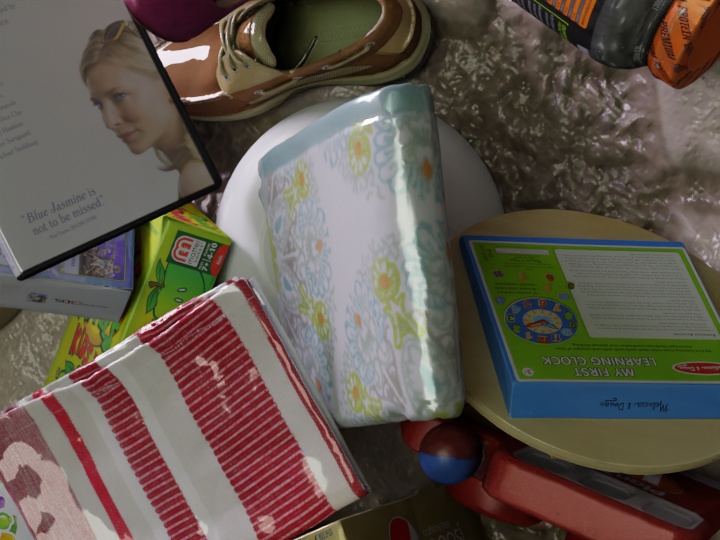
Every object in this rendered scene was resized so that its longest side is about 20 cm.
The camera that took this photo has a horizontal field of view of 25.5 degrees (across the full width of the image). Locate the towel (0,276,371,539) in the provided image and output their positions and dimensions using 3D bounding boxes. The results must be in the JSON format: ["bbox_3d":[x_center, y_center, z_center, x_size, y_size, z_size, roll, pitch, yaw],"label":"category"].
[{"bbox_3d":[-0.111,0.108,0.899,0.200,0.023,0.144,-30,89,19],"label":"towel"}]

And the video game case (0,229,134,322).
[{"bbox_3d":[-0.234,-0.071,1.006,0.045,0.181,0.200,120,152,-53],"label":"video game case"}]

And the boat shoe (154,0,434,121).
[{"bbox_3d":[-0.055,-0.147,1.011,0.200,0.074,0.076,-11,79,22],"label":"boat shoe"}]

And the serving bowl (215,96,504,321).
[{"bbox_3d":[-0.012,-0.013,1.002,0.200,0.066,0.200,0,91,24],"label":"serving bowl"}]

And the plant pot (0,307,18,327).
[{"bbox_3d":[-0.347,-0.036,1.069,0.187,0.200,0.188,1,91,26],"label":"plant pot"}]

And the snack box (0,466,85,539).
[{"bbox_3d":[-0.153,0.165,0.971,0.200,0.068,0.169,-19,94,9],"label":"snack box"}]

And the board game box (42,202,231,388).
[{"bbox_3d":[-0.157,0.049,1.046,0.102,0.048,0.200,40,110,60],"label":"board game box"}]

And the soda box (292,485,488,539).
[{"bbox_3d":[0.012,0.172,0.919,0.068,0.200,0.064,-27,80,21],"label":"soda box"}]

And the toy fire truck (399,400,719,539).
[{"bbox_3d":[0.110,0.106,0.894,0.200,0.168,0.112,23,99,21],"label":"toy fire truck"}]

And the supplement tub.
[{"bbox_3d":[0.130,-0.199,0.909,0.200,0.123,0.123,39,105,17],"label":"supplement tub"}]

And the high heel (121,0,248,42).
[{"bbox_3d":[-0.070,-0.195,0.955,0.096,0.200,0.067,-25,102,27],"label":"high heel"}]

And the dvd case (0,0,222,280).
[{"bbox_3d":[-0.188,-0.112,0.963,0.200,0.143,0.018,63,155,0],"label":"dvd case"}]

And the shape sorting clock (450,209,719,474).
[{"bbox_3d":[0.131,0.036,0.884,0.200,0.200,0.039,29,131,20],"label":"shape sorting clock"}]

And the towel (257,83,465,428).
[{"bbox_3d":[0.000,0.000,0.877,0.048,0.200,0.172,-8,86,-22],"label":"towel"}]
